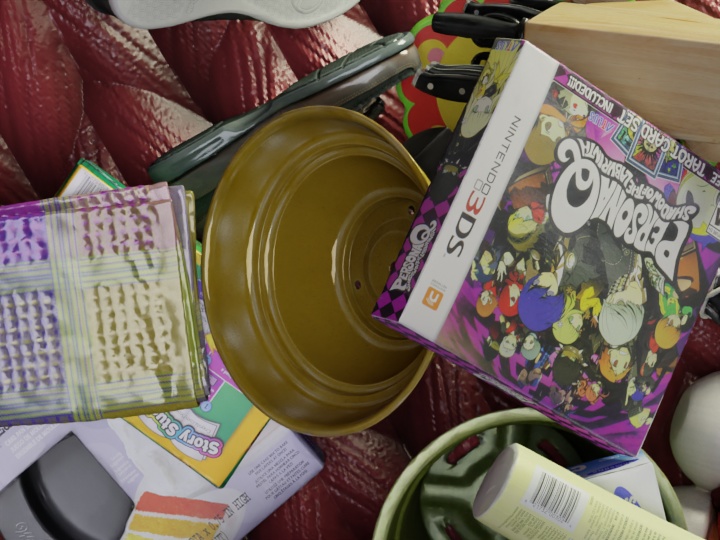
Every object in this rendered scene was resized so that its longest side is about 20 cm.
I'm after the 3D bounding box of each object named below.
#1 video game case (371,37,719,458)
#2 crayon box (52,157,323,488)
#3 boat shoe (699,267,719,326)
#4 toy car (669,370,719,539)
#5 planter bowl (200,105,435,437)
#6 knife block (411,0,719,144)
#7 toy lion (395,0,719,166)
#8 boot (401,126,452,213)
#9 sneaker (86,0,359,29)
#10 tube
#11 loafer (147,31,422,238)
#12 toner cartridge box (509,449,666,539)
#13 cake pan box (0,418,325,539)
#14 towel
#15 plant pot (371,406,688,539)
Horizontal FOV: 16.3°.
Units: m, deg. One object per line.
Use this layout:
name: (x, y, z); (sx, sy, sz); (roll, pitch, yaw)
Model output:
video game case: (0.122, -0.011, 1.480); (0.200, 0.036, 0.182); (31, 80, -31)
crayon box: (-0.135, 0.034, 1.629); (0.200, 0.058, 0.119); (36, 94, -5)
boat shoe: (0.252, 0.011, 1.666); (0.199, 0.074, 0.061); (23, 52, -16)
toy car: (0.282, 0.168, 1.661); (0.174, 0.150, 0.201); (19, 97, -4)
planter bowl: (0.000, 0.000, 1.553); (0.200, 0.083, 0.201); (1, 91, 40)
knife block: (0.135, -0.123, 1.549); (0.175, 0.200, 0.064); (-6, 109, -20)
toy lion: (0.131, -0.112, 1.667); (0.191, 0.069, 0.200); (-39, 98, 11)
boot: (0.113, 0.001, 1.602); (0.068, 0.188, 0.200); (-45, 107, -20)
sneaker: (-0.094, -0.199, 1.642); (0.199, 0.099, 0.071); (-8, 111, -32)
tube: (0.161, 0.171, 1.479); (0.199, 0.052, 0.058); (29, 137, -9)
loafer: (-0.042, -0.089, 1.657); (0.199, 0.072, 0.063); (-26, 99, 13)
toner cartridge box: (0.152, 0.218, 1.528); (0.095, 0.043, 0.201); (-15, 98, -1)
cake pan box: (-0.155, 0.123, 1.692); (0.200, 0.052, 0.184); (-39, 95, 3)
towel: (-0.195, 0.026, 1.584); (0.199, 0.023, 0.144); (-7, 97, 4)
plant pot: (0.103, 0.170, 1.637); (0.199, 0.190, 0.201); (0, 97, -1)
